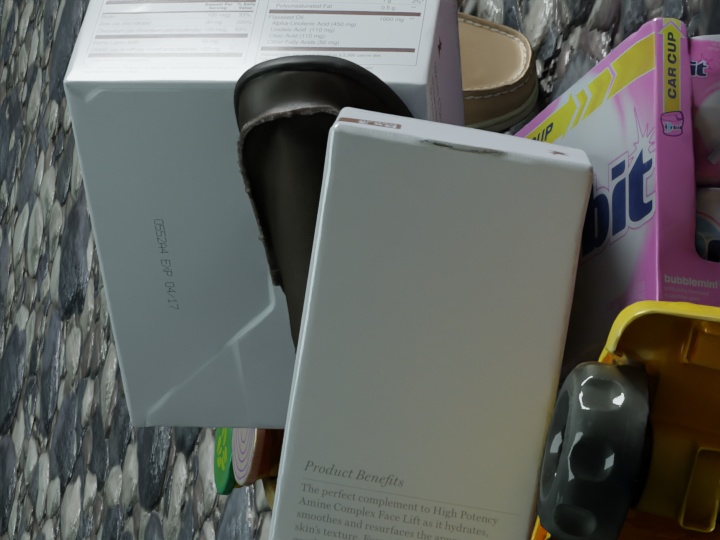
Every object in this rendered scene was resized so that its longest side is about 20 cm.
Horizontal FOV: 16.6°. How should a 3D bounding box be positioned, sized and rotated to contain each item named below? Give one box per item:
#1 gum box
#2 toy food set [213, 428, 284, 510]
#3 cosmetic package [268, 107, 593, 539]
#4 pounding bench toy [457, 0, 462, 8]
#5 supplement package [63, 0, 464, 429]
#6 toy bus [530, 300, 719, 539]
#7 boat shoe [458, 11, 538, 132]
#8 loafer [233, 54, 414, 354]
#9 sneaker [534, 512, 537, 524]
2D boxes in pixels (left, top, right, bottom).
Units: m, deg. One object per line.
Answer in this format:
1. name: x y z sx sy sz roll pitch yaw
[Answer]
1. gum box: 0.106 -0.011 0.987 0.200 0.066 0.115 140 134 -63
2. toy food set: -0.040 0.045 1.401 0.200 0.048 0.200 147 128 -70
3. cosmetic package: 0.023 0.046 0.934 0.074 0.101 0.202 -75 -5 -81
4. pounding bench toy: -0.007 -0.092 1.286 0.156 0.199 0.124 -56 -2 -39
5. supplement package: -0.033 -0.038 1.102 0.111 0.154 0.201 -81 -11 -47
6. toy bus: 0.113 0.102 0.860 0.192 0.135 0.202 -95 18 -79
7. boat shoe: -0.010 -0.107 1.154 0.067 0.198 0.074 102 169 -49
8. loafer: 0.000 0.000 1.007 0.072 0.072 0.201 -83 -24 -47
9. sneaker: 0.028 0.148 1.159 0.200 0.078 0.096 -175 81 -72
